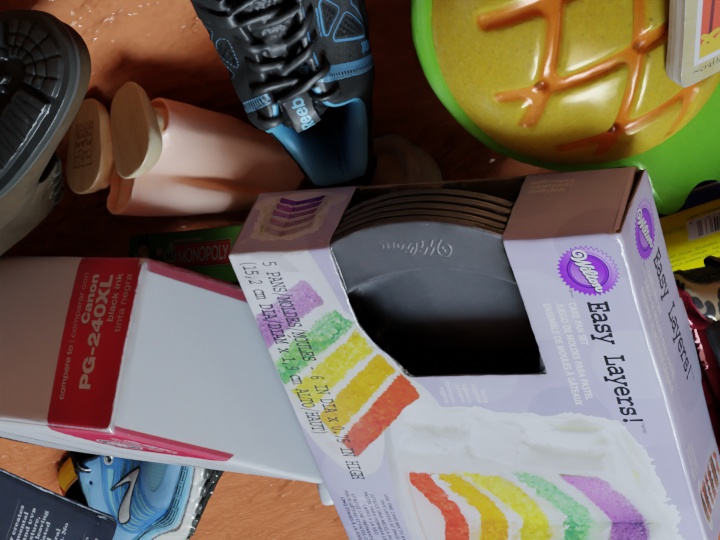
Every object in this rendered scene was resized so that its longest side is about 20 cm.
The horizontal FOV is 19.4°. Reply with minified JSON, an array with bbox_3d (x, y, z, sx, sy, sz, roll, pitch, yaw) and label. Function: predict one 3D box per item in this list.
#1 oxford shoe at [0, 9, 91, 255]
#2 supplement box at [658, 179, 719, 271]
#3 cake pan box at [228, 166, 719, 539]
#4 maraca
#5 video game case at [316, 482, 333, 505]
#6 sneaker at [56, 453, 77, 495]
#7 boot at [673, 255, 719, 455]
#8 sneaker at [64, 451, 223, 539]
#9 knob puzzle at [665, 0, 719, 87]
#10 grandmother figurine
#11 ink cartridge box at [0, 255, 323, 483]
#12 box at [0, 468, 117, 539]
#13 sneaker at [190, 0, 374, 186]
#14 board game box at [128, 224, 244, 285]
[{"bbox_3d":[-0.164,-0.054,0.930,0.084,0.073,0.200,-16,164,-42],"label":"oxford shoe"},{"bbox_3d":[0.163,-0.047,1.064,0.109,0.110,0.200,-18,155,5],"label":"supplement box"},{"bbox_3d":[0.056,0.043,0.936,0.183,0.053,0.201,-3,128,22],"label":"cake pan box"},{"bbox_3d":[0.109,-0.101,0.894,0.199,0.107,0.138,26,105,-31],"label":"maraca"},{"bbox_3d":[0.068,0.092,1.152,0.180,0.023,0.200,-10,-179,1],"label":"video game case"},{"bbox_3d":[-0.124,0.127,1.301,0.077,0.083,0.200,0,150,-28],"label":"sneaker"},{"bbox_3d":[0.207,-0.016,0.929,0.150,0.073,0.201,-24,126,-10],"label":"boot"},{"bbox_3d":[-0.123,0.107,1.175,0.089,0.079,0.200,27,140,-2],"label":"sneaker"},{"bbox_3d":[0.198,-0.179,0.803,0.218,0.030,0.221,-24,137,-25],"label":"knob puzzle"},{"bbox_3d":[-0.042,-0.046,1.010,0.199,0.061,0.121,8,175,-38],"label":"grandmother figurine"},{"bbox_3d":[-0.127,0.046,1.030,0.199,0.084,0.145,2,169,43],"label":"ink cartridge box"},{"bbox_3d":[-0.269,0.136,1.090,0.198,0.124,0.198,14,166,27],"label":"box"},{"bbox_3d":[-0.029,-0.106,0.862,0.073,0.083,0.200,-17,154,10],"label":"sneaker"},{"bbox_3d":[0.000,0.000,1.066,0.198,0.029,0.134,4,175,-32],"label":"board game box"}]
